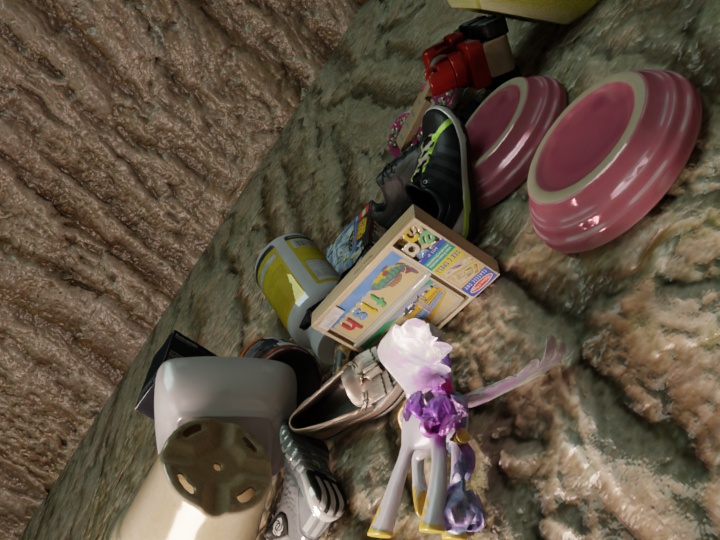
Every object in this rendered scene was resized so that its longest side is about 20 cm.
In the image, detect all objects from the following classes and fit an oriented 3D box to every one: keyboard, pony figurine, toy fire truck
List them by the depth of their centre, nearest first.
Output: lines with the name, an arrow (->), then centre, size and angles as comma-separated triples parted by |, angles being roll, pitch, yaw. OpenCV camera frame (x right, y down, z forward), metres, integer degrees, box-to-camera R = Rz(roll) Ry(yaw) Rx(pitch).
pony figurine -> 0.071, 0.129, 0.649 | 0.193, 0.163, 0.205 | 141, 141, -58
keyboard -> 0.000, 0.000, 0.953 | 0.198, 0.040, 0.104 | -36, -6, -27
toy fire truck -> 0.127, -0.279, 1.090 | 0.195, 0.131, 0.177 | -21, 19, 3

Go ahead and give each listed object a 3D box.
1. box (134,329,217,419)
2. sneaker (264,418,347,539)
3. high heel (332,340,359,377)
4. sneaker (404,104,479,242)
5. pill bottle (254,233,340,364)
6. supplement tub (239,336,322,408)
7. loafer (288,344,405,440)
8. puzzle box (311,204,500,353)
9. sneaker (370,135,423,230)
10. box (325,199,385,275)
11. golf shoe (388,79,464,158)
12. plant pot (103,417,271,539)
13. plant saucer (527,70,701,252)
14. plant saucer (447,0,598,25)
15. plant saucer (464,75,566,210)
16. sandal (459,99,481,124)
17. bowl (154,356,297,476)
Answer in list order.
box -> -0.263, 0.214, 1.234 | 0.079, 0.198, 0.142 | -46, 20, 24
sneaker -> -0.087, 0.273, 0.897 | 0.117, 0.074, 0.200 | -57, 19, 6
high heel -> 0.035, 0.053, 0.932 | 0.202, 0.071, 0.142 | -56, 10, -26
sneaker -> 0.095, -0.121, 0.922 | 0.072, 0.081, 0.205 | 131, 134, -60
pill bottle -> -0.073, 0.043, 1.085 | 0.113, 0.111, 0.201 | -51, 47, 13
supplement tub -> -0.134, 0.160, 1.139 | 0.109, 0.106, 0.199 | -59, 18, -10
loafer -> -0.011, 0.149, 0.878 | 0.200, 0.062, 0.073 | -43, 56, 33
puzzle box -> 0.049, 0.028, 0.850 | 0.200, 0.131, 0.026 | -47, 28, 31
sneaker -> 0.072, -0.138, 1.045 | 0.076, 0.089, 0.204 | -69, 1, -64
box -> -0.015, -0.009, 1.212 | 0.137, 0.039, 0.202 | -46, 22, 33
golf shoe -> 0.122, -0.270, 1.267 | 0.091, 0.076, 0.200 | -34, -10, -47
plant pot -> -0.191, 0.288, 0.873 | 0.202, 0.196, 0.186 | -88, 21, -57
plant saucer -> 0.234, -0.116, 0.718 | 0.201, 0.050, 0.202 | -49, 20, 24
plant saucer -> 0.218, -0.392, 1.055 | 0.201, 0.194, 0.049 | -115, 33, -68
plant saucer -> 0.183, -0.177, 0.966 | 0.201, 0.050, 0.202 | -49, 20, 24
sandal -> 0.125, -0.178, 1.122 | 0.203, 0.042, 0.076 | -57, 19, 1
bowl -> -0.183, 0.215, 0.992 | 0.075, 0.194, 0.204 | -103, 19, -54
